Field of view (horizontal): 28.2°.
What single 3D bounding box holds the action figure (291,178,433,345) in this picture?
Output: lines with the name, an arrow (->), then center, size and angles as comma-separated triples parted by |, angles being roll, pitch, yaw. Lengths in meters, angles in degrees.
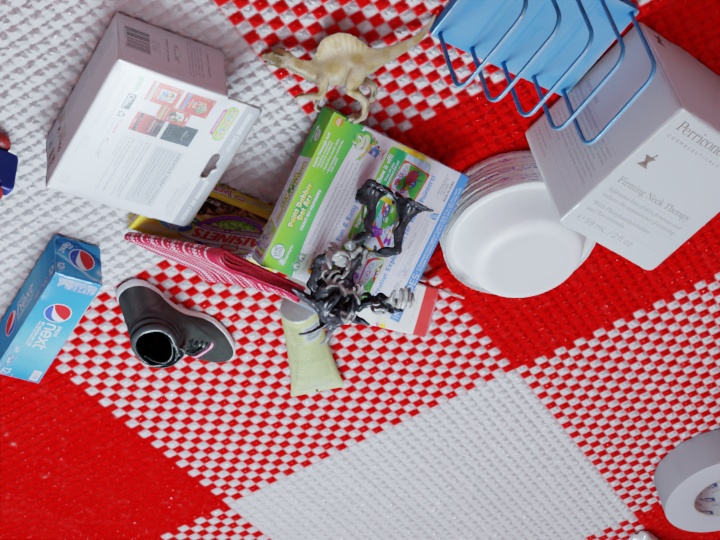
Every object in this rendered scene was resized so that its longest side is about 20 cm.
action figure -> 0.000, 0.000, 1.641 | 0.119, 0.102, 0.200 | 25, 92, -27

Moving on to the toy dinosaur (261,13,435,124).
toy dinosaur -> -0.007, -0.221, 1.595 | 0.200, 0.058, 0.101 | -9, 126, -2

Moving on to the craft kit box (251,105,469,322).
craft kit box -> 0.001, -0.064, 1.700 | 0.197, 0.049, 0.200 | 24, 96, -28

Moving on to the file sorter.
file sorter -> 0.204, -0.245, 1.579 | 0.200, 0.123, 0.139 | 19, 128, -29

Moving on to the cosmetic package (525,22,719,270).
cosmetic package -> 0.333, -0.144, 1.683 | 0.167, 0.166, 0.200 | 24, 125, -33

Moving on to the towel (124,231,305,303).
towel -> -0.175, -0.006, 1.712 | 0.145, 0.023, 0.200 | 27, 169, -41

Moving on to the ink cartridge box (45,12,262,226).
ink cartridge box -> -0.231, -0.161, 1.594 | 0.175, 0.084, 0.200 | 18, 130, -28

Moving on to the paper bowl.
paper bowl -> 0.200, -0.045, 1.803 | 0.200, 0.104, 0.201 | -6, 138, -6

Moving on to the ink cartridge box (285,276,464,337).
ink cartridge box -> 0.017, 0.033, 1.823 | 0.200, 0.116, 0.067 | 14, 93, -25

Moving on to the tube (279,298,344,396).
tube -> -0.072, 0.109, 1.946 | 0.058, 0.052, 0.200 | 22, 148, 24

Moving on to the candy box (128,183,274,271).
candy box -> -0.173, -0.056, 1.760 | 0.200, 0.026, 0.102 | 21, 131, -31

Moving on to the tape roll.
tape roll -> 0.581, 0.341, 2.324 | 0.200, 0.066, 0.200 | -7, 136, -7

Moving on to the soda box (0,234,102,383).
soda box -> -0.392, 0.050, 1.790 | 0.064, 0.068, 0.200 | 18, 129, -30

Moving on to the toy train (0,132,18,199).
toy train -> -0.493, -0.123, 1.585 | 0.200, 0.085, 0.116 | 24, 139, -33

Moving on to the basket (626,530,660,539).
basket -> 0.491, 0.592, 2.475 | 0.161, 0.198, 0.200 | 27, 124, -39

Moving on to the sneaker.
sneaker -> -0.234, 0.097, 1.854 | 0.071, 0.099, 0.200 | -35, 134, 20
